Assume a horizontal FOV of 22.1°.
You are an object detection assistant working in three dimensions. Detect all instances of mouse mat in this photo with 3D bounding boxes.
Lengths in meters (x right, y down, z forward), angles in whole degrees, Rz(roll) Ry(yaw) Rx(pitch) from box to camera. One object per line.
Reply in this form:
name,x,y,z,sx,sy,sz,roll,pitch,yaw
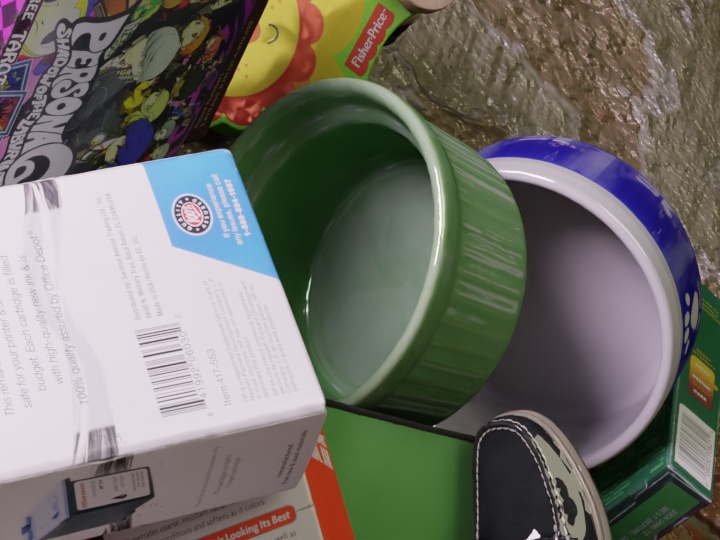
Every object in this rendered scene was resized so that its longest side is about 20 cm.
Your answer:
mouse mat,0.025,0.164,1.005,0.199,0.007,0.162,18,83,-38

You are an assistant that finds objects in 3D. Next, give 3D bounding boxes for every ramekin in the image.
ramekin,0.000,0.000,1.059,0.097,0.200,0.201,19,44,-46

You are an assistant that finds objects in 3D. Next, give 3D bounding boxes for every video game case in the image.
video game case,-0.145,-0.082,0.927,0.036,0.201,0.181,41,26,21

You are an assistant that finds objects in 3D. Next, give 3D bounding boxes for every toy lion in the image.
toy lion,-0.056,-0.169,1.202,0.191,0.069,0.201,36,72,-20

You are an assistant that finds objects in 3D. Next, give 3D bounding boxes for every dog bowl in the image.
dog bowl,0.108,0.021,1.145,0.200,0.200,0.079,49,33,1

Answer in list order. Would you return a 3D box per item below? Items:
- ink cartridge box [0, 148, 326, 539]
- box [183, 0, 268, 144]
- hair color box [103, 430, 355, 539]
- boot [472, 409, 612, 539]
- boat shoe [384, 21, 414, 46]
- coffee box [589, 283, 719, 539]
ink cartridge box,-0.134,0.039,0.830,0.198,0.086,0.147,-12,60,-19
box,-0.169,-0.167,1.021,0.166,0.165,0.199,41,31,18
hair color box,-0.059,0.147,0.901,0.064,0.110,0.202,40,30,-66
boot,0.065,0.179,0.956,0.153,0.073,0.206,-3,81,-48
boat shoe,-0.051,-0.197,1.290,0.198,0.068,0.074,3,57,-32
coffee box,0.185,0.103,1.222,0.044,0.123,0.201,37,35,-14
